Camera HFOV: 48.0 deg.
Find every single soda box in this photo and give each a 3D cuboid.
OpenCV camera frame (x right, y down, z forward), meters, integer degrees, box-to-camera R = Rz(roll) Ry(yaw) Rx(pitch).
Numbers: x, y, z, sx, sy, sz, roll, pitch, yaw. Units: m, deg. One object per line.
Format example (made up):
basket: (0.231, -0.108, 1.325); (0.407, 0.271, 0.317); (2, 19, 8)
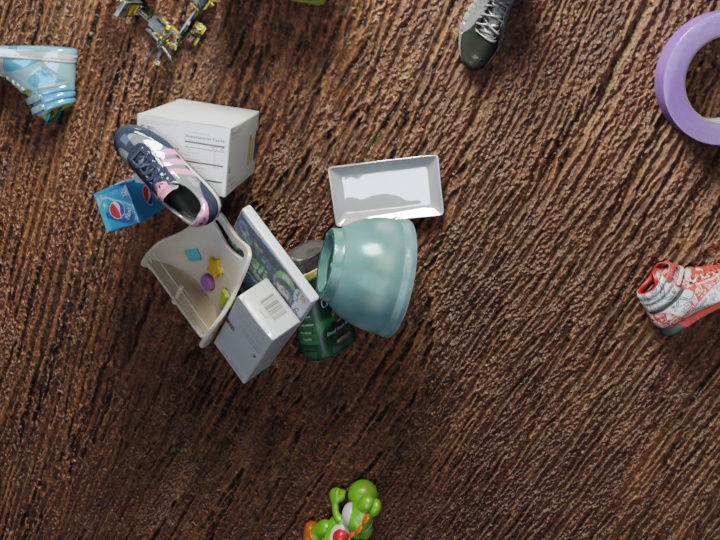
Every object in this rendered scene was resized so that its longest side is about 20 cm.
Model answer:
soda box: (-0.377, -0.129, 1.387); (0.063, 0.200, 0.069); (-15, 105, 12)

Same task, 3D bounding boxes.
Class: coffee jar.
coffee jar: (-0.081, 0.051, 1.454); (0.084, 0.104, 0.204); (-2, 111, 43)

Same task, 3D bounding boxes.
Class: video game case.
video game case: (-0.166, 0.013, 1.417); (0.201, 0.023, 0.182); (52, 144, 9)

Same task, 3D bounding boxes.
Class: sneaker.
sneaker: (0.207, -0.412, 1.270); (0.074, 0.116, 0.204); (21, 108, 0)
sneaker: (0.572, 0.016, 1.381); (0.200, 0.067, 0.108); (-38, 102, 19)
sneaker: (-0.591, -0.326, 1.418); (0.195, 0.080, 0.134); (3, 106, 7)
sneaker: (-0.298, -0.143, 1.223); (0.199, 0.082, 0.070); (39, 110, -6)

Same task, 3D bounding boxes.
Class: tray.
tray: (0.046, -0.141, 1.423); (0.195, 0.022, 0.110); (-5, 106, 9)

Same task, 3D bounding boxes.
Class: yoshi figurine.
yoshi figurine: (-0.024, 0.487, 1.604); (0.200, 0.111, 0.113); (-46, 57, 31)

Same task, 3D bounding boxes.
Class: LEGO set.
LEGO set: (-0.342, -0.454, 1.325); (0.153, 0.116, 0.200); (-40, 99, 17)

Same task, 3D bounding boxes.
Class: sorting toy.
sorting toy: (-0.265, -0.006, 1.424); (0.201, 0.106, 0.181); (49, 121, 17)

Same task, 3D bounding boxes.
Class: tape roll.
tape roll: (0.574, -0.306, 1.283); (0.195, 0.066, 0.205); (2, 107, 6)

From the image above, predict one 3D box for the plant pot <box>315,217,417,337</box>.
plant pot: (0.000, 0.000, 1.363); (0.131, 0.201, 0.204); (12, 110, -15)

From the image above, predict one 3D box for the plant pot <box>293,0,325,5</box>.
plant pot: (-0.124, -0.506, 1.258); (0.180, 0.201, 0.204); (14, 109, -9)

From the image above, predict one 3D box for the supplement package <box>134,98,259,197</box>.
supplement package: (-0.266, -0.209, 1.348); (0.152, 0.200, 0.114); (9, 109, 4)

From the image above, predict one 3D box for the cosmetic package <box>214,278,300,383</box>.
cosmetic package: (-0.187, 0.111, 1.436); (0.102, 0.073, 0.201); (50, 143, 11)
